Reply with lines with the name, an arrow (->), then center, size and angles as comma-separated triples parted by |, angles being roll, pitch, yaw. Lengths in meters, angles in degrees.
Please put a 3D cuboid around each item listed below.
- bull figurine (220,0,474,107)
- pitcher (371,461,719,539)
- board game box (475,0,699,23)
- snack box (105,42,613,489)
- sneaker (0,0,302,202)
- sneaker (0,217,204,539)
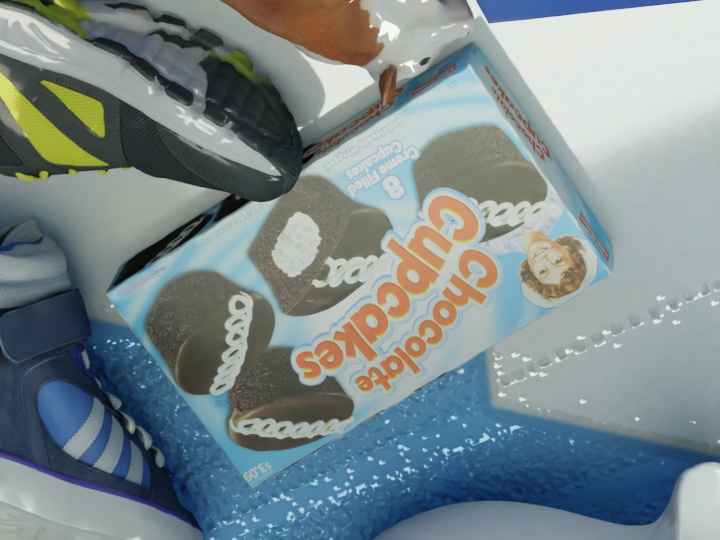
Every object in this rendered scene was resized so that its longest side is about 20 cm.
bull figurine -> -0.040, -0.151, 1.168 | 0.199, 0.065, 0.122 | 23, 132, 1
pitcher -> 0.089, 0.183, 1.243 | 0.199, 0.121, 0.173 | -14, 95, 34
board game box -> 0.083, -0.170, 1.094 | 0.045, 0.200, 0.135 | -37, 108, -21
snack box -> 0.000, 0.000, 1.249 | 0.199, 0.037, 0.116 | -32, 105, 17
sneaker -> -0.120, -0.073, 1.223 | 0.199, 0.075, 0.085 | 26, 118, 5
sneaker -> -0.133, 0.052, 1.264 | 0.080, 0.147, 0.200 | -10, 157, 32
